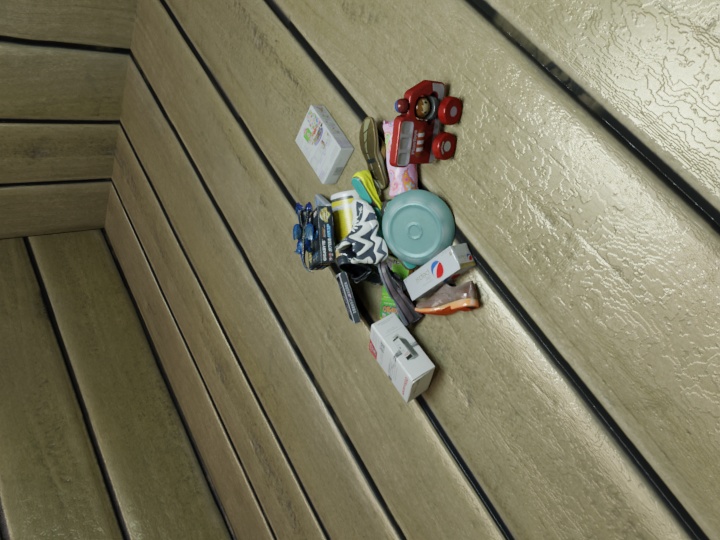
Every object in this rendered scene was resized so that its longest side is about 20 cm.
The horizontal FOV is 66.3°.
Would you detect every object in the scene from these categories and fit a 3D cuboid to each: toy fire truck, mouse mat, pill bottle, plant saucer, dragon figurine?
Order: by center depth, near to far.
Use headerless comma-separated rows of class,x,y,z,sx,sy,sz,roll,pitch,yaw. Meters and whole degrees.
toy fire truck,0.145,-0.352,1.329,0.111,0.166,0.203,27,119,43
plant saucer,0.144,-0.105,1.422,0.197,0.036,0.204,7,110,19
dragon figurine,-0.160,-0.097,1.547,0.100,0.058,0.203,96,173,-58
pill bottle,-0.020,-0.130,1.622,0.110,0.110,0.204,-8,92,50
mouse mat,-0.055,-0.020,1.672,0.161,0.007,0.203,-117,12,-60

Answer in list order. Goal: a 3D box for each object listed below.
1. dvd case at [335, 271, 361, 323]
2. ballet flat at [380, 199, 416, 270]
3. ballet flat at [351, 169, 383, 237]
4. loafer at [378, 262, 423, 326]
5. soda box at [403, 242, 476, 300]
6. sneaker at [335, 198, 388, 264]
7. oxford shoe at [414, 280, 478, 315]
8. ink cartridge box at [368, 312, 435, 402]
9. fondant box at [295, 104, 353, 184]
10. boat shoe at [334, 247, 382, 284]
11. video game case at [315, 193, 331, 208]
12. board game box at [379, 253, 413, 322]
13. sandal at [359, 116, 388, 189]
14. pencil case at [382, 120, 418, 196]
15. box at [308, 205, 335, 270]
dvd case,-0.039,0.081,1.663,0.200,0.024,0.153,152,100,-85
ballet flat,0.104,-0.097,1.519,0.068,0.067,0.203,-15,92,65
ballet flat,0.041,-0.192,1.561,0.066,0.067,0.202,1,124,49
loafer,0.111,0.058,1.508,0.062,0.072,0.202,-21,112,14
soda box,0.201,0.006,1.423,0.200,0.067,0.064,-41,68,47
sneaker,-0.018,-0.102,1.493,0.080,0.128,0.202,-48,57,59
oxford shoe,0.222,0.073,1.429,0.198,0.071,0.074,-15,70,44
ink cartridge box,0.112,0.244,1.542,0.201,0.082,0.148,53,157,28
fondant box,-0.115,-0.392,1.718,0.201,0.058,0.145,57,136,23
boat shoe,0.000,0.000,1.573,0.074,0.199,0.063,-25,49,30
video game case,-0.120,-0.136,1.745,0.200,0.022,0.185,-130,40,-69
board game box,0.103,0.062,1.587,0.095,0.030,0.203,26,115,44
sandal,0.046,-0.331,1.549,0.080,0.054,0.203,10,121,54
pencil case,0.106,-0.297,1.450,0.087,0.087,0.204,3,104,49
box,-0.118,-0.090,1.612,0.200,0.045,0.162,160,107,-74
